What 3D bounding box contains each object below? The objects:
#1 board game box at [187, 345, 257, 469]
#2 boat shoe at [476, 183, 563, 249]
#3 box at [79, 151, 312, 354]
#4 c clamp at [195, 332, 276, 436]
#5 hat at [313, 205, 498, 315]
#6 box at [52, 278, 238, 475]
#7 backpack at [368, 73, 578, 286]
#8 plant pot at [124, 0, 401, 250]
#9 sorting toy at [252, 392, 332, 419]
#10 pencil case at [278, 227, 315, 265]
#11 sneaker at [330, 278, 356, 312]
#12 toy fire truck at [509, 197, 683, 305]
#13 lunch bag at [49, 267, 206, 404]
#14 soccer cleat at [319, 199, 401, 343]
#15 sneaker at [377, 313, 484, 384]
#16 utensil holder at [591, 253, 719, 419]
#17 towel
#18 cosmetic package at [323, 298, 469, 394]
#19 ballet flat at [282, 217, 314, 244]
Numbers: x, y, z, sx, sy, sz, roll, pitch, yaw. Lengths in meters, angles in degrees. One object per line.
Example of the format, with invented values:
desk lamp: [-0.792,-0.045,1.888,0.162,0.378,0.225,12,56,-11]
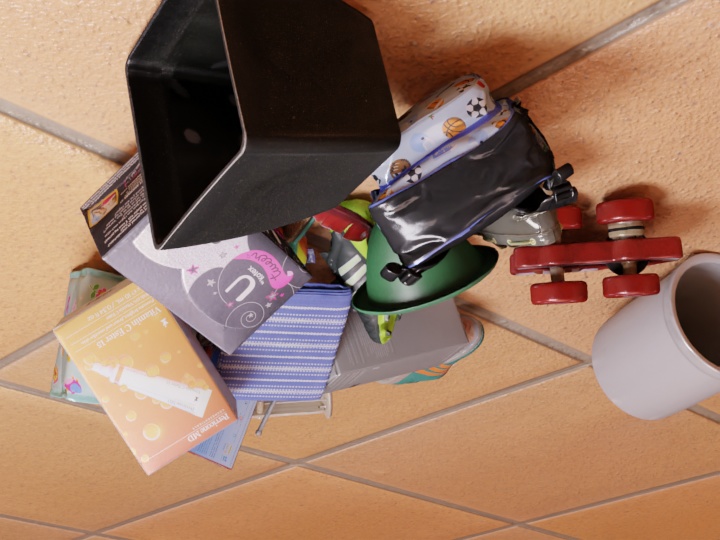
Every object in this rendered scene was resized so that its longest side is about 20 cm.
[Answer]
board game box: [-0.168,0.144,1.529,0.019,0.200,0.103,7,161,42]
boat shoe: [0.161,-0.052,1.311,0.072,0.060,0.202,-21,-176,-14]
box: [-0.170,-0.028,1.263,0.132,0.115,0.200,-43,130,5]
c clamp: [-0.142,0.091,1.516,0.027,0.171,0.200,7,151,43]
hat: [0.039,-0.062,1.275,0.166,0.200,0.176,-10,108,29]
box: [-0.246,0.113,1.391,0.124,0.200,0.097,-32,-171,-3]
backpack: [0.092,-0.098,1.157,0.200,0.154,0.191,-27,-177,12]
plant pot: [-0.082,-0.145,1.064,0.177,0.200,0.200,0,156,-33]
sorting toy: [-0.137,0.119,1.648,0.200,0.107,0.180,-3,135,-12]
pencil case: [-0.155,-0.023,1.398,0.200,0.088,0.088,12,150,-22]
sneaker: [0.038,-0.004,1.489,0.200,0.070,0.082,-12,128,24]
toy fire truck: [0.277,-0.019,1.432,0.200,0.112,0.168,-5,177,8]
lunch bag: [-0.273,0.095,1.511,0.200,0.170,0.122,12,171,-24]
soccer cleat: [0.000,0.000,1.422,0.081,0.068,0.200,7,129,26]
sneaker: [0.109,0.112,1.710,0.080,0.071,0.200,9,154,-45]
utensil holder: [0.422,0.092,1.576,0.170,0.170,0.200,8,154,-19]
towel: [-0.097,0.086,1.444,0.145,0.024,0.200,3,133,-15]
cosmetic package: [0.029,0.095,1.578,0.200,0.090,0.107,-9,162,-24]
ballet flat: [-0.052,-0.096,1.300,0.065,0.071,0.200,34,141,-9]
